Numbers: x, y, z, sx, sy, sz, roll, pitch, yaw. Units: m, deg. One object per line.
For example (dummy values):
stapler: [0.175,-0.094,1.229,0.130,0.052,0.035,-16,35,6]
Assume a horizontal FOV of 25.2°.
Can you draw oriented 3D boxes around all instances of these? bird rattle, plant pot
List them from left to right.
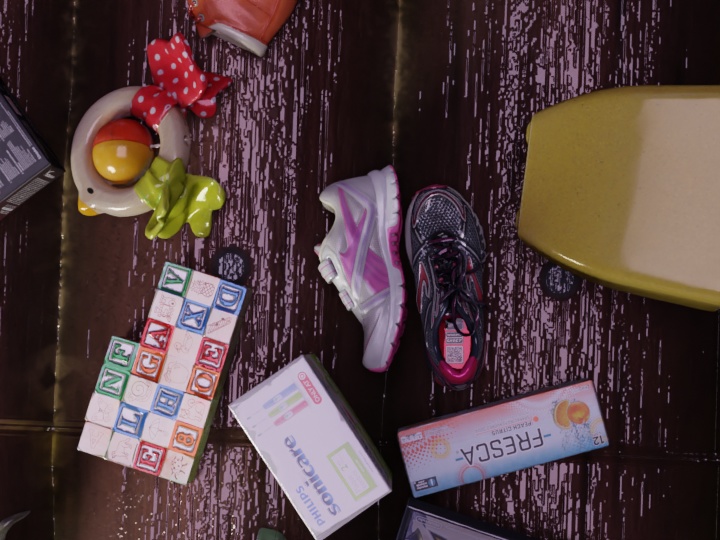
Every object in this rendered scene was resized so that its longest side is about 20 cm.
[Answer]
bird rattle: [-0.213,-0.127,1.581,0.161,0.113,0.202,-7,84,18]
plant pot: [0.251,-0.073,1.518,0.198,0.195,0.196,7,88,9]

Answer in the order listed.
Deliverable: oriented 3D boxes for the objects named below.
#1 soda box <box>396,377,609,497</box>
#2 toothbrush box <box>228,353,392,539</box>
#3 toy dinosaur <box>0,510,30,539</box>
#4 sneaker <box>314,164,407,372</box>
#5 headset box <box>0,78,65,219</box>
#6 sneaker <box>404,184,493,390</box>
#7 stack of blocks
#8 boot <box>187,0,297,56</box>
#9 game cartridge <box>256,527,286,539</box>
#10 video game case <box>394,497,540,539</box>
soda box: [0.138,0.162,1.571,0.198,0.064,0.069,-15,88,2]
toothbrush box: [-0.042,0.160,1.510,0.086,0.200,0.146,-34,86,1]
toy dinosaur: [-0.400,0.300,1.591,0.199,0.077,0.103,-33,99,-4]
sneaker: [0.000,0.000,1.579,0.087,0.081,0.202,-4,80,3]
headset box: [-0.418,-0.102,1.595,0.199,0.075,0.149,-37,87,0]
sneaker: [0.091,0.015,1.573,0.080,0.075,0.202,-10,87,2]
stack of blocks: [-0.191,0.096,1.587,0.114,0.059,0.202,18,89,3]
boot: [-0.159,-0.291,1.597,0.199,0.075,0.108,27,94,2]
game cartridge: [-0.111,0.351,1.538,0.041,0.133,0.202,17,89,3]
video game case: [0.114,0.333,1.559,0.198,0.026,0.182,18,106,2]
